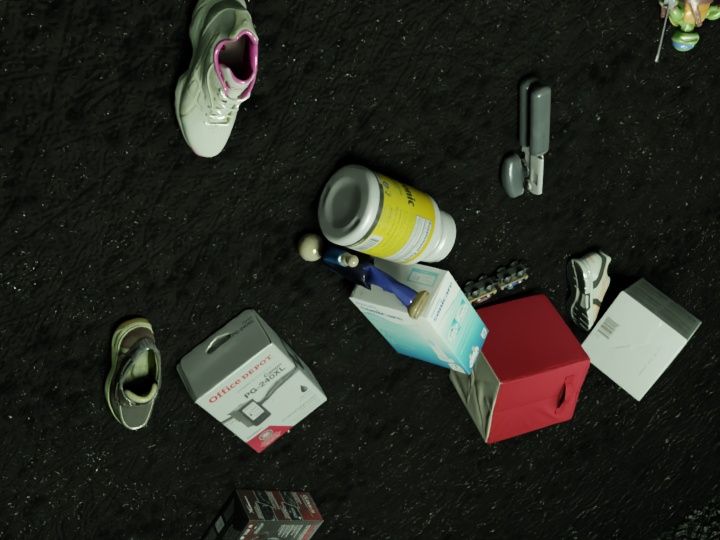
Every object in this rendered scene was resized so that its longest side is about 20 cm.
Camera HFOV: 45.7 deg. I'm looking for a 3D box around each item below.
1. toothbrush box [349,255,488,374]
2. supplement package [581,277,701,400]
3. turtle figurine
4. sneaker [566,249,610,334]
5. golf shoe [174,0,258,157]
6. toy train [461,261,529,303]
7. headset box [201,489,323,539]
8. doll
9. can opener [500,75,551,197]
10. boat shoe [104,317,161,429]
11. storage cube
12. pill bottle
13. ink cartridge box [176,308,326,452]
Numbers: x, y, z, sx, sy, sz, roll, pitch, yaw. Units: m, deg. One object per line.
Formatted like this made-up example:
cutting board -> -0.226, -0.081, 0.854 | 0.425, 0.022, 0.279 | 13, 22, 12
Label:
toothbrush box -> 0.095, 0.069, 1.340 | 0.200, 0.145, 0.086 | 48, 63, -49
supplement package -> 0.551, 0.129, 1.684 | 0.153, 0.150, 0.199 | -58, 160, 22
turtle figurine -> 0.492, -0.398, 1.191 | 0.200, 0.142, 0.197 | -51, 145, -61
sneaker -> 0.444, 0.044, 1.639 | 0.079, 0.074, 0.201 | -27, 139, -14
golf shoe -> -0.159, -0.205, 0.959 | 0.074, 0.092, 0.202 | -10, 134, -30
toy train -> 0.210, 0.036, 1.491 | 0.198, 0.034, 0.046 | -23, 141, -16
headset box -> -0.177, 0.489, 1.596 | 0.199, 0.077, 0.150 | 17, 116, -42
doll -> 0.000, 0.000, 1.201 | 0.049, 0.198, 0.136 | -61, 168, -1
can opener -> 0.249, -0.192, 1.294 | 0.066, 0.053, 0.202 | -26, 137, -15
boat shoe -> -0.316, 0.160, 1.200 | 0.071, 0.066, 0.203 | -10, 132, -29
storage cube -> 0.280, 0.175, 1.552 | 0.177, 0.201, 0.172 | -12, 135, -17
pill bottle -> 0.044, -0.071, 1.214 | 0.199, 0.112, 0.112 | 17, 116, -44
ink cartridge box -> -0.163, 0.172, 1.308 | 0.145, 0.084, 0.200 | -37, 140, -1
